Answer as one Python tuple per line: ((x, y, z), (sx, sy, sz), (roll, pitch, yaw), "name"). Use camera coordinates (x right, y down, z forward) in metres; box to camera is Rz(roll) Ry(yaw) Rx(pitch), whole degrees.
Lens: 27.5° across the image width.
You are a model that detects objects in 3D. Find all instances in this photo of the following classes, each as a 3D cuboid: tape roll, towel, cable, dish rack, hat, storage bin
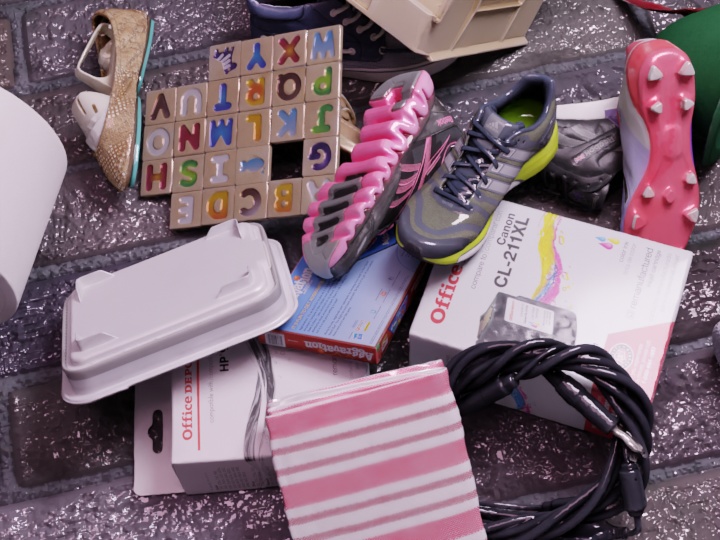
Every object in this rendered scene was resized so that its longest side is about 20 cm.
((-0.358, -0.059, 1.210), (0.201, 0.203, 0.140), (9, 63, 9), "tape roll")
((0.017, 0.180, 1.114), (0.145, 0.030, 0.202), (-13, 93, 0), "towel")
((0.121, 0.132, 1.123), (0.198, 0.051, 0.165), (2, 104, 19), "cable")
((-0.156, 0.023, 1.190), (0.199, 0.044, 0.172), (-21, 26, -1), "dish rack")
((0.258, -0.198, 1.277), (0.175, 0.200, 0.166), (27, 82, 17), "hat")
((0.051, -0.287, 1.320), (0.200, 0.094, 0.198), (41, 32, 22), "storage bin")

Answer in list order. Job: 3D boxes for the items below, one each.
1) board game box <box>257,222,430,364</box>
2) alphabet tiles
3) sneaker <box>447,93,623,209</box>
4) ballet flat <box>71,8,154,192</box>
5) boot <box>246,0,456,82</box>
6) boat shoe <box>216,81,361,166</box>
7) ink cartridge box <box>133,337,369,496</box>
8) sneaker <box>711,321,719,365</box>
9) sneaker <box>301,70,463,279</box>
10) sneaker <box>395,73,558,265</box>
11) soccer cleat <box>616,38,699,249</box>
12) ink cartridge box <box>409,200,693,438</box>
((0.000, 0.000, 1.213), (0.102, 0.020, 0.200), (10, 39, 18), "board game box")
((-0.107, -0.123, 1.291), (0.198, 0.008, 0.169), (-5, 75, 25), "alphabet tiles")
((0.177, -0.094, 1.274), (0.198, 0.076, 0.088), (-12, 67, -3), "sneaker")
((-0.229, -0.158, 1.335), (0.065, 0.071, 0.201), (12, 51, -18), "ballet flat")
((-0.005, -0.225, 1.345), (0.198, 0.091, 0.073), (-3, 61, 2), "boot")
((-0.037, -0.135, 1.310), (0.199, 0.071, 0.065), (31, 68, 20), "boat shoe")
((-0.090, 0.110, 1.182), (0.198, 0.068, 0.117), (-6, 61, 1), "ink cartridge box")
((0.373, 0.099, 1.151), (0.114, 0.075, 0.201), (-27, 60, -7), "sneaker")
((0.027, -0.066, 1.219), (0.079, 0.095, 0.201), (2, 55, 50), "sneaker")
((0.094, -0.086, 1.175), (0.074, 0.081, 0.200), (28, 59, 19), "sneaker")
((0.243, -0.094, 1.229), (0.066, 0.202, 0.077), (-6, 22, -9), "soccer cleat")
((0.152, 0.037, 1.196), (0.198, 0.083, 0.147), (16, 64, 12), "ink cartridge box")
